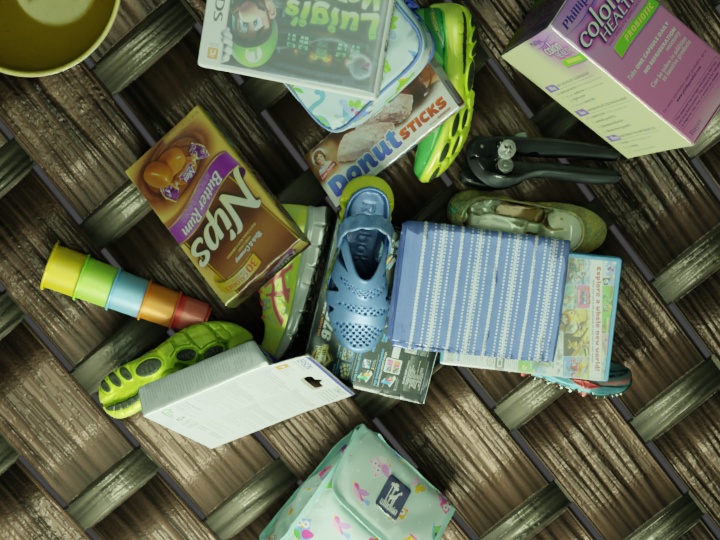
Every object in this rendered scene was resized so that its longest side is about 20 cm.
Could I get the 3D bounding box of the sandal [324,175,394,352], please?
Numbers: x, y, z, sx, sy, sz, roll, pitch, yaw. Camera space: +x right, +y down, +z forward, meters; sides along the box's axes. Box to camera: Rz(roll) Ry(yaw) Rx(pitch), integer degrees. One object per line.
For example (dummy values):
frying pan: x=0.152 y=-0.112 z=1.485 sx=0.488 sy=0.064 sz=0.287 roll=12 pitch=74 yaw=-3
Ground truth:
sandal: x=0.000 y=0.000 z=1.267 sx=0.078 sy=0.087 sz=0.204 roll=0 pitch=108 yaw=-4

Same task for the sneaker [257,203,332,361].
sneaker: x=-0.097 y=0.014 z=1.328 sx=0.089 sy=0.078 sz=0.203 roll=15 pitch=94 yaw=2

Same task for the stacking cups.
stacking cups: x=-0.274 y=0.026 z=1.333 sx=0.197 sy=0.061 sz=0.061 roll=20 pitch=100 yaw=-11

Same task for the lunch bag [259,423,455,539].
lunch bag: x=-0.001 y=0.310 z=1.364 sx=0.170 sy=0.122 sz=0.201 roll=41 pitch=89 yaw=-7

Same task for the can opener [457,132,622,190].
can opener: x=0.213 y=-0.129 z=1.313 sx=0.196 sy=0.079 sz=0.065 roll=-4 pitch=90 yaw=-10

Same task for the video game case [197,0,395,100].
video game case: x=-0.061 y=-0.283 z=1.145 sx=0.197 sy=0.023 sz=0.185 roll=13 pitch=101 yaw=12

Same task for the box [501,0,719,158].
box: x=0.278 y=-0.226 z=1.228 sx=0.199 sy=0.176 sz=0.097 roll=36 pitch=86 yaw=-8

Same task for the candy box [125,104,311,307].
candy box: x=-0.161 y=-0.072 z=1.279 sx=0.116 sy=0.056 sz=0.201 roll=-40 pitch=80 yaw=6

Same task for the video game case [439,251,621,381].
video game case: x=0.196 y=0.047 z=1.306 sx=0.196 sy=0.018 sz=0.146 roll=6 pitch=96 yaw=4

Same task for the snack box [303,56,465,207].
snack box: x=0.024 y=-0.157 z=1.269 sx=0.199 sy=0.024 sz=0.072 roll=-37 pitch=86 yaw=32

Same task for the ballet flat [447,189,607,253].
ballet flat: x=0.199 y=-0.050 z=1.325 sx=0.196 sy=0.071 sz=0.072 roll=11 pitch=101 yaw=-5

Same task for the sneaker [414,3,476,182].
sneaker: x=0.083 y=-0.204 z=1.289 sx=0.082 sy=0.074 sz=0.203 roll=15 pitch=109 yaw=27

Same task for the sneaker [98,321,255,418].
sneaker: x=-0.214 y=0.111 z=1.332 sx=0.197 sy=0.084 sz=0.075 roll=-21 pitch=91 yaw=7

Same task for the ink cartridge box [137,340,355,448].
ink cartridge box: x=-0.124 y=0.137 z=1.283 sx=0.197 sy=0.200 sz=0.041 roll=-20 pitch=67 yaw=8

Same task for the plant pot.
plant pot: x=-0.345 y=-0.314 z=1.211 sx=0.196 sy=0.142 sz=0.204 roll=-1 pitch=101 yaw=-3

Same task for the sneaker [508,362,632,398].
sneaker: x=0.241 y=0.090 z=1.349 sx=0.197 sy=0.079 sz=0.097 roll=17 pitch=98 yaw=-6

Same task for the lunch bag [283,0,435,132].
lunch bag: x=-0.026 y=-0.261 z=1.191 sx=0.160 sy=0.082 sz=0.201 roll=-41 pitch=88 yaw=18

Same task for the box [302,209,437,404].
box: x=0.024 y=0.045 z=1.347 sx=0.156 sy=0.046 sz=0.203 roll=13 pitch=101 yaw=-4

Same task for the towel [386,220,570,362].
towel: x=0.134 y=0.025 z=1.285 sx=0.196 sy=0.024 sz=0.148 roll=7 pitch=95 yaw=-3
